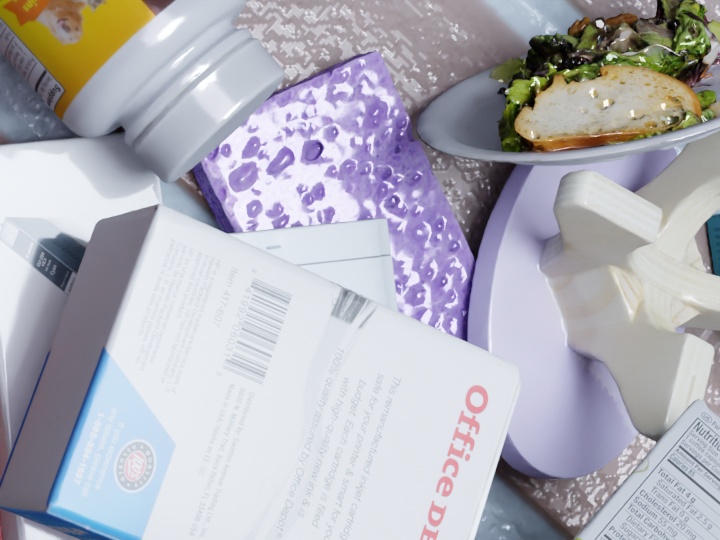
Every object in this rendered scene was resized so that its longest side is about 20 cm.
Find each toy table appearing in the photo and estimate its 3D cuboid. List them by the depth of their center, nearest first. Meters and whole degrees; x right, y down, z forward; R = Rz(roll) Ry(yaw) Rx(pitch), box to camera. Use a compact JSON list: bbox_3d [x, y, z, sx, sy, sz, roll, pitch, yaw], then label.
[{"bbox_3d":[0.144,0.005,1.222,0.183,0.117,0.201,14,76,-32],"label":"toy table"}]

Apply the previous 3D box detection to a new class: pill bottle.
[{"bbox_3d":[-0.129,-0.140,1.136,0.109,0.109,0.200,-42,90,-17],"label":"pill bottle"}]

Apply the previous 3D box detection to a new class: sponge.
[{"bbox_3d":[0.000,0.000,1.234,0.111,0.030,0.201,-27,97,-19],"label":"sponge"}]

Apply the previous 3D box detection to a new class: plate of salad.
[{"bbox_3d":[0.123,-0.098,1.194,0.199,0.200,0.048,-21,111,-19],"label":"plate of salad"}]

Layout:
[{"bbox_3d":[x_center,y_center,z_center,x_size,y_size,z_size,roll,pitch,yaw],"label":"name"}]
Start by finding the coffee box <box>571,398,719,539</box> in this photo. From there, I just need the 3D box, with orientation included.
[{"bbox_3d":[0.147,0.222,1.128,0.200,0.200,0.198,40,59,8],"label":"coffee box"}]

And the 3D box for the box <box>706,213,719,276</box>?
[{"bbox_3d":[0.245,0.062,1.307,0.082,0.049,0.201,-8,90,-20],"label":"box"}]

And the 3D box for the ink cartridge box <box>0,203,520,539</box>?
[{"bbox_3d":[-0.044,0.077,1.114,0.199,0.084,0.147,25,75,-23],"label":"ink cartridge box"}]

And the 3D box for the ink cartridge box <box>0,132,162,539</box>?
[{"bbox_3d":[-0.174,0.042,1.161,0.175,0.045,0.201,-8,89,-21],"label":"ink cartridge box"}]

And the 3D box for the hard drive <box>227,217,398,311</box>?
[{"bbox_3d":[-0.037,0.080,1.180,0.131,0.027,0.201,-6,90,-27],"label":"hard drive"}]
